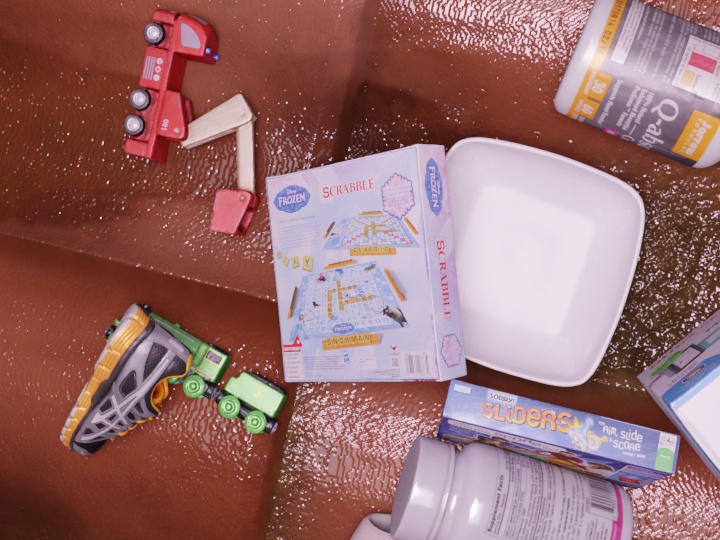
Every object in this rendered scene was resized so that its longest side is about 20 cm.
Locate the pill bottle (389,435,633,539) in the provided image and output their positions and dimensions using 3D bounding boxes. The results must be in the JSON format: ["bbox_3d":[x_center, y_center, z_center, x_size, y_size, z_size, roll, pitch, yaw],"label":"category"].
[{"bbox_3d":[0.134,0.224,0.907,0.198,0.113,0.115,17,93,-2],"label":"pill bottle"}]

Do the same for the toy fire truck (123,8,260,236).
[{"bbox_3d":[-0.156,-0.145,0.984,0.139,0.049,0.202,13,92,6],"label":"toy fire truck"}]

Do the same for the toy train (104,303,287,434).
[{"bbox_3d":[-0.163,0.096,0.994,0.199,0.042,0.057,30,85,6],"label":"toy train"}]

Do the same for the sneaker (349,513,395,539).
[{"bbox_3d":[0.072,0.301,0.947,0.198,0.075,0.106,25,99,10],"label":"sneaker"}]

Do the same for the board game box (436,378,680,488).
[{"bbox_3d":[0.170,0.150,0.901,0.198,0.136,0.035,14,74,6],"label":"board game box"}]

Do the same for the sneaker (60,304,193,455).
[{"bbox_3d":[-0.226,0.122,0.957,0.077,0.079,0.200,29,130,-10],"label":"sneaker"}]

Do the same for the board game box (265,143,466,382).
[{"bbox_3d":[0.000,0.000,0.916,0.199,0.041,0.202,-5,90,43],"label":"board game box"}]

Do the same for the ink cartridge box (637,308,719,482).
[{"bbox_3d":[0.347,0.112,0.848,0.146,0.200,0.146,-40,85,6],"label":"ink cartridge box"}]

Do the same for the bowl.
[{"bbox_3d":[0.150,-0.009,0.934,0.198,0.075,0.202,19,93,7],"label":"bowl"}]

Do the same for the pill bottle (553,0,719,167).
[{"bbox_3d":[0.284,-0.162,0.894,0.198,0.116,0.118,23,94,7],"label":"pill bottle"}]
